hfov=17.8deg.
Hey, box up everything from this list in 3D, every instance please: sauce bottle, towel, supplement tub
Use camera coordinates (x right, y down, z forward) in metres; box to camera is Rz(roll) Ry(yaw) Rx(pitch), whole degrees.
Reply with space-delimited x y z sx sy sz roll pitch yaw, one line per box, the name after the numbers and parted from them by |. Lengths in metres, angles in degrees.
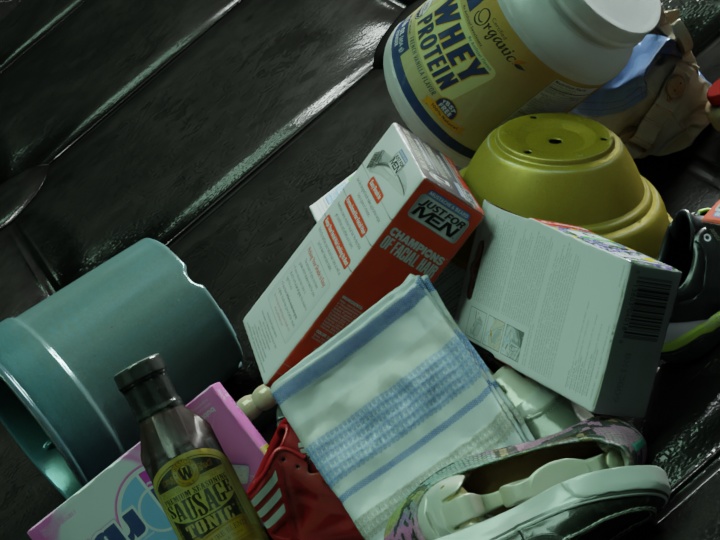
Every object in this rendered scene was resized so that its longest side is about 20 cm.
-0.129 0.162 1.769 0.066 0.200 0.066 -29 -4 -2 | sauce bottle
0.039 0.119 1.656 0.147 0.200 0.024 -36 -20 6 | towel
0.129 -0.188 1.853 0.200 0.144 0.145 -38 20 38 | supplement tub

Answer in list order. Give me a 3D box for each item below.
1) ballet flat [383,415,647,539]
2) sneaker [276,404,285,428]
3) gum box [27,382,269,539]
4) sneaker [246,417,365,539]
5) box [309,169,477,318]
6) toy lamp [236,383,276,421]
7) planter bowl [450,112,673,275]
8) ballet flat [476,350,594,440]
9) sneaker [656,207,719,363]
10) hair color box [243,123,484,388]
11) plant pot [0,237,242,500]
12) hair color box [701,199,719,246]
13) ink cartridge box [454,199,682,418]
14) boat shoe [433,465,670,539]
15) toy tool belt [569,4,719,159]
0.101 0.154 1.580 0.199 0.069 0.071 -23 -5 10 | ballet flat
-0.016 0.108 1.842 0.074 0.087 0.200 -10 29 14 | sneaker
-0.158 0.195 1.835 0.200 0.114 0.066 -38 -2 2 | gum box
-0.001 0.154 1.699 0.200 0.116 0.078 -27 27 27 | sneaker
0.043 -0.017 1.951 0.112 0.101 0.200 -37 24 4 | box
-0.071 0.099 1.968 0.200 0.058 0.058 -33 25 11 | toy lamp
0.150 -0.068 1.789 0.200 0.084 0.201 1 28 0 | planter bowl
0.103 0.096 1.711 0.067 0.064 0.200 -35 21 -19 | ballet flat
0.267 -0.020 1.659 0.200 0.083 0.072 -45 25 -12 | sneaker
0.000 0.000 1.750 0.200 0.064 0.111 -53 24 14 | hair color box
-0.224 0.086 2.069 0.196 0.201 0.200 -38 23 -17 | plant pot
0.342 -0.061 1.591 0.200 0.111 0.064 -46 25 -14 | hair color box
0.144 0.024 1.660 0.200 0.050 0.109 29 108 59 | ink cartridge box
0.120 0.192 1.536 0.199 0.071 0.064 -25 59 12 | boat shoe
0.232 -0.161 1.904 0.200 0.123 0.125 -1 44 54 | toy tool belt
